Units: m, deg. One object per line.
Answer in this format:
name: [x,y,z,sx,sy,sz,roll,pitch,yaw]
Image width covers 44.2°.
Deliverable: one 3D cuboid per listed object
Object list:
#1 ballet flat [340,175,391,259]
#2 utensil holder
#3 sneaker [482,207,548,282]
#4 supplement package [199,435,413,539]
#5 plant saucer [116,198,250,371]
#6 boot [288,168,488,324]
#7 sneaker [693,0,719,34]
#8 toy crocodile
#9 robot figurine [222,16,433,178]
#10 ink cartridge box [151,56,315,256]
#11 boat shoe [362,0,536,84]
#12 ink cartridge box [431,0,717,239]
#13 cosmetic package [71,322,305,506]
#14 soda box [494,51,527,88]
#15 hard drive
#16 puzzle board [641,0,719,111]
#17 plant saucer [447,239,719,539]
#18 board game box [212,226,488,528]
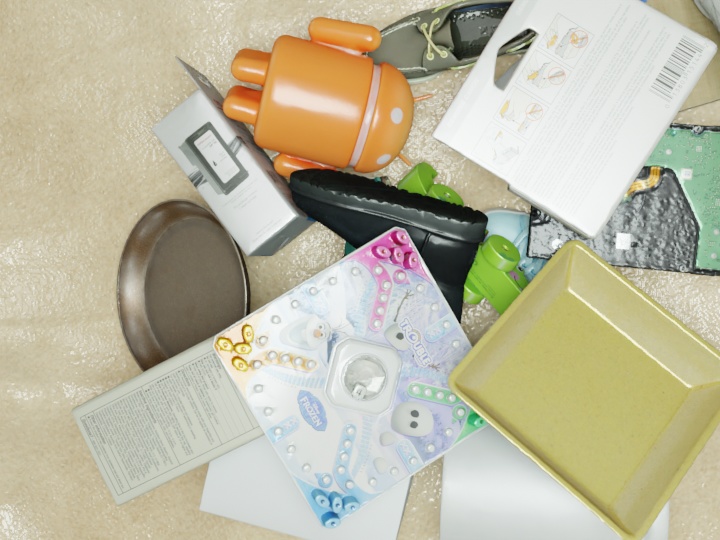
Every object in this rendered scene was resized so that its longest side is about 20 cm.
ballet flat: [0.000,0.000,0.931,0.075,0.068,0.200,27,101,-16]
utensil holder: [0.181,0.213,0.856,0.199,0.170,0.171,3,92,8]
sneaker: [0.200,-0.002,0.888,0.200,0.082,0.074,32,94,8]
supplement package: [-0.042,0.184,0.911,0.199,0.111,0.156,13,93,7]
plant saucer: [-0.182,0.026,0.928,0.200,0.032,0.201,0,91,36]
boot: [0.012,0.003,0.854,0.200,0.076,0.169,16,111,7]
sneaker: [0.377,-0.240,0.835,0.075,0.100,0.200,-26,87,10]
toy crocodile: [0.106,-0.028,0.890,0.200,0.062,0.068,47,126,20]
robot figurine: [-0.033,-0.166,0.883,0.199,0.117,0.144,14,74,-8]
ink cartridge box: [-0.138,-0.112,0.911,0.068,0.116,0.200,-37,86,5]
boat shoe: [0.094,-0.240,0.906,0.201,0.060,0.072,-11,91,8]
ink cartridge box: [0.190,-0.158,0.803,0.176,0.045,0.200,32,94,5]
cosmetic package: [-0.154,0.127,0.832,0.200,0.073,0.104,-26,89,7]
soda box: [0.223,-0.134,0.891,0.068,0.063,0.200,-42,87,7]
hard drive: [0.263,-0.071,0.837,0.199,0.038,0.140,5,92,8]
puzzle board: [0.322,-0.265,0.900,0.150,0.017,0.201,-16,89,8]
plant saucer: [0.203,0.103,0.777,0.200,0.048,0.200,40,64,12]
board game box: [0.004,0.095,0.780,0.200,0.026,0.200,-31,96,-9]
